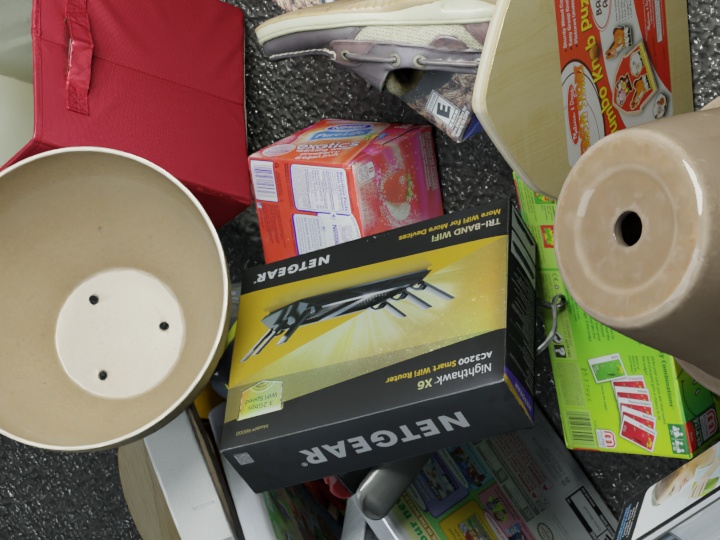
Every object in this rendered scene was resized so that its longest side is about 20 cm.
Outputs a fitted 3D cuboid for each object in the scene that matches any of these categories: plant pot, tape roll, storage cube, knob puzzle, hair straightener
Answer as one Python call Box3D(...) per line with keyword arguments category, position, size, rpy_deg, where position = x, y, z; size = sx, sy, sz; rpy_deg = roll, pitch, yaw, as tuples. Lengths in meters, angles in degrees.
Box3D(category="plant pot", position=(-0.175, 0.032, 1.490), size=(0.200, 0.200, 0.134), rpy_deg=(46, 176, 15))
Box3D(category="tape roll", position=(-0.123, 0.151, 1.614), size=(0.203, 0.037, 0.203), rpy_deg=(160, 90, -88))
Box3D(category="storage cube", position=(-0.201, -0.105, 1.598), size=(0.200, 0.180, 0.171), rpy_deg=(-35, 50, 45))
Box3D(category="knob puzzle", position=(0.128, -0.130, 1.331), size=(0.030, 0.220, 0.220), rpy_deg=(12, 117, 42))
Box3D(category="plant pot", position=(0.211, -0.020, 1.288), size=(0.200, 0.175, 0.200), rpy_deg=(-5, 83, 45))
Box3D(category="hair straightener", position=(0.069, 0.087, 1.432), size=(0.077, 0.200, 0.041), rpy_deg=(33, 160, 47))

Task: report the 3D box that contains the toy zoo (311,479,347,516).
Box3D(category="toy zoo", position=(0.012, 0.150, 1.610), size=(0.131, 0.020, 0.200), rpy_deg=(6, 148, 39))

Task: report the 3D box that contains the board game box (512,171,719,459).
Box3D(category="board game box", position=(0.172, 0.022, 1.469), size=(0.102, 0.048, 0.200), rpy_deg=(1, 111, 40))

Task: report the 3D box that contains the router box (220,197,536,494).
Box3D(category="router box", position=(0.014, 0.048, 1.432), size=(0.200, 0.157, 0.052), rpy_deg=(-16, 134, 20))

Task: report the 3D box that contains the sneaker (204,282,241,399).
Box3D(category="sneaker", position=(-0.098, 0.054, 1.607), size=(0.081, 0.200, 0.074), rpy_deg=(-8, 100, 5))

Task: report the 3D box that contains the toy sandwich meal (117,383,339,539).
Box3D(category="toy sandwich meal", position=(-0.106, 0.161, 1.757), size=(0.205, 0.070, 0.205), rpy_deg=(18, 121, 34))

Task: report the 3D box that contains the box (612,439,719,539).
Box3D(category="box", position=(0.266, 0.161, 1.418), size=(0.117, 0.060, 0.200), rpy_deg=(38, 135, -12))

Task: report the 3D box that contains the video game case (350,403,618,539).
Box3D(category="video game case", position=(0.081, 0.156, 1.516), size=(0.200, 0.182, 0.022), rpy_deg=(56, 136, 6))

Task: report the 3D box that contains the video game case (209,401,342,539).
Box3D(category="video game case", position=(-0.035, 0.209, 1.590), size=(0.022, 0.200, 0.182), rpy_deg=(-34, 124, 6))

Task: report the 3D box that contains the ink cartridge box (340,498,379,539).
Box3D(category="ink cartridge box", position=(0.074, 0.249, 1.501), size=(0.198, 0.200, 0.047), rpy_deg=(27, 126, -14))

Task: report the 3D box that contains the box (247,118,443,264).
Box3D(category="box", position=(0.000, 0.000, 1.573), size=(0.100, 0.095, 0.200), rpy_deg=(7, 114, 39))

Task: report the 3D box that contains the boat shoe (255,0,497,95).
Box3D(category="boat shoe", position=(0.020, -0.140, 1.373), size=(0.200, 0.072, 0.065), rpy_deg=(-4, 103, 35))

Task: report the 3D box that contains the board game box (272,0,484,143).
Box3D(category="board game box", position=(0.044, -0.212, 1.435), size=(0.200, 0.097, 0.160), rpy_deg=(38, 130, 20))
